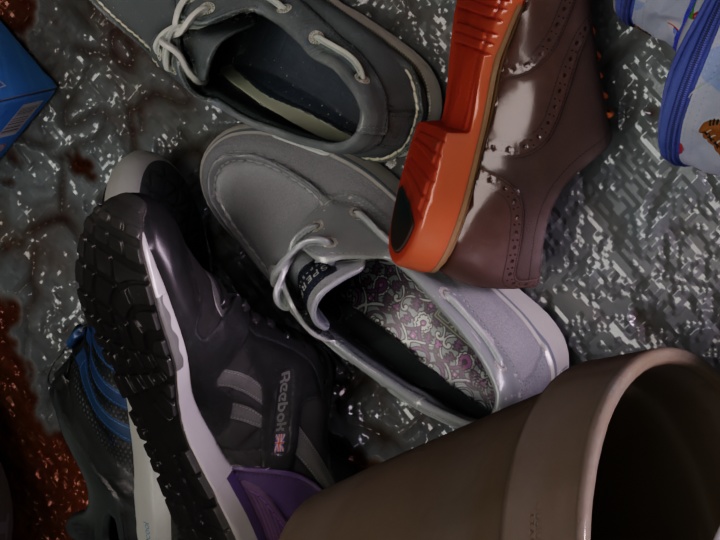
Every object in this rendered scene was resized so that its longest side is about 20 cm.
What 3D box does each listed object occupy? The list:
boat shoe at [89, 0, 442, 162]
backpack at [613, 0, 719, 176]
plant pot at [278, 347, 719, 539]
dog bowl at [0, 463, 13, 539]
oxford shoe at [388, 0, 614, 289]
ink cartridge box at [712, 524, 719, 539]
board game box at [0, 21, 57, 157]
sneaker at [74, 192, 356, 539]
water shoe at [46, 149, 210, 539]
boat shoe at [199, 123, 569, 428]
[{"bbox_3d":[-0.058,-0.109,1.110,0.200,0.062,0.073,31,114,19],"label":"boat shoe"},{"bbox_3d":[0.180,-0.111,0.915,0.154,0.200,0.191,28,119,26],"label":"backpack"},{"bbox_3d":[0.063,0.140,1.019,0.173,0.200,0.200,-10,96,30],"label":"plant pot"},{"bbox_3d":[-0.265,0.118,1.241,0.200,0.059,0.200,10,123,15],"label":"dog bowl"},{"bbox_3d":[0.076,-0.088,1.052,0.072,0.071,0.200,17,103,-14],"label":"oxford shoe"},{"bbox_3d":[0.251,0.100,0.936,0.200,0.083,0.146,18,68,24],"label":"ink cartridge box"},{"bbox_3d":[-0.279,-0.092,1.237,0.196,0.056,0.200,49,118,11],"label":"board game box"},{"bbox_3d":[-0.060,0.038,1.107,0.076,0.088,0.200,29,144,48],"label":"sneaker"},{"bbox_3d":[-0.116,0.043,1.168,0.079,0.071,0.200,2,102,26],"label":"water shoe"},{"bbox_3d":[0.000,0.001,1.096,0.201,0.072,0.070,36,116,18],"label":"boat shoe"}]
